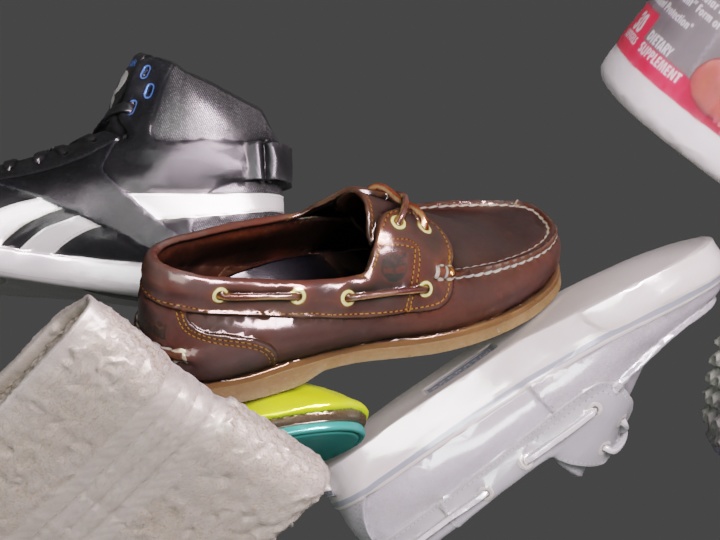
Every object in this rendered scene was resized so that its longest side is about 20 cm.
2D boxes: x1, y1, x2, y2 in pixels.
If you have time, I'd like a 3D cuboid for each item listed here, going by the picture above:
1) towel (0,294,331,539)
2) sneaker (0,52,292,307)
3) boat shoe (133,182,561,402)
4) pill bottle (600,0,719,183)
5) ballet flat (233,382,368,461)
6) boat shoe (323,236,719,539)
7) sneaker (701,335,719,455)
[{"bbox_3d":[-0.120,0.107,1.002,0.132,0.035,0.200,36,118,-21],"label":"towel"},{"bbox_3d":[-0.129,-0.044,1.070,0.200,0.073,0.112,8,80,-5],"label":"sneaker"},{"bbox_3d":[0.000,0.000,1.020,0.200,0.070,0.070,-17,123,-27],"label":"boat shoe"},{"bbox_3d":[0.201,-0.129,1.018,0.111,0.111,0.200,38,103,6],"label":"pill bottle"},{"bbox_3d":[-0.095,0.072,1.042,0.200,0.067,0.067,-22,67,15],"label":"ballet flat"},{"bbox_3d":[0.079,0.059,1.048,0.200,0.072,0.069,-33,98,-5],"label":"boat shoe"},{"bbox_3d":[0.232,0.010,1.047,0.099,0.070,0.200,33,91,-9],"label":"sneaker"}]
